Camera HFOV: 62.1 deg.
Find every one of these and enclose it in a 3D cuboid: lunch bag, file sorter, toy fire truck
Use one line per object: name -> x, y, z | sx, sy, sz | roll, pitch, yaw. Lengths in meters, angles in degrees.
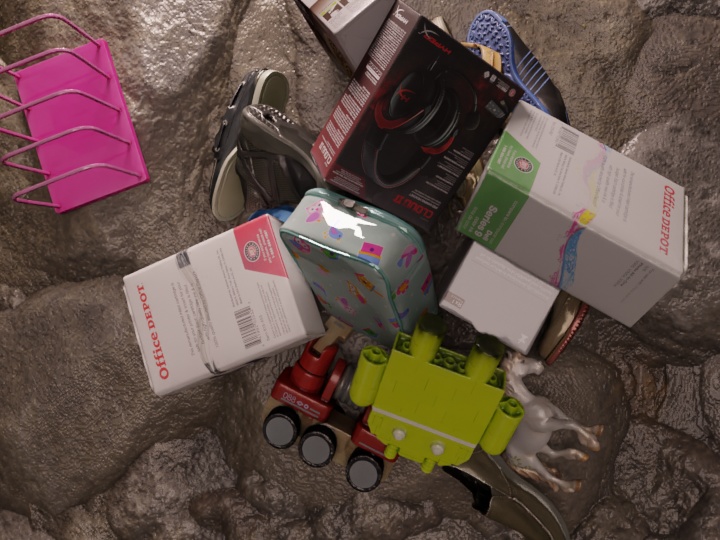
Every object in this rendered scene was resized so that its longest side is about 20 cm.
lunch bag -> 0.000, 0.000, 0.661 | 0.159, 0.201, 0.078 | 26, 66, 30
file sorter -> -0.387, -0.196, 0.766 | 0.136, 0.125, 0.204 | -18, 89, 4
toy fire truck -> -0.008, 0.135, 0.754 | 0.173, 0.129, 0.203 | 25, 102, 4

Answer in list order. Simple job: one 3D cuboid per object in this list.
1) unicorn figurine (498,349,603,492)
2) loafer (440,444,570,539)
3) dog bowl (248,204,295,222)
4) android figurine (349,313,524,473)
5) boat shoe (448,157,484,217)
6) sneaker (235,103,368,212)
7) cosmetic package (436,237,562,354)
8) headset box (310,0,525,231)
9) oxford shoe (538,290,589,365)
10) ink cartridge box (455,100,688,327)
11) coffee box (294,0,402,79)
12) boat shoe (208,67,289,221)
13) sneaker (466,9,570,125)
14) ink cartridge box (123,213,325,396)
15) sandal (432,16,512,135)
unicorn figurine -> 0.218, 0.185, 0.725 | 0.135, 0.074, 0.204 | 20, 114, 19
loafer -> 0.172, 0.287, 0.744 | 0.200, 0.076, 0.069 | 44, 54, 11
dog bowl -> -0.137, 0.002, 0.786 | 0.199, 0.050, 0.112 | -39, 88, 3
android figurine -> 0.076, 0.141, 0.637 | 0.179, 0.041, 0.203 | 20, 124, 3
boat shoe -> 0.113, -0.138, 0.728 | 0.061, 0.073, 0.204 | -16, 88, 10
sneaker -> -0.073, -0.100, 0.721 | 0.198, 0.076, 0.115 | 35, 130, 8
cosmetic package -> 0.150, 0.022, 0.689 | 0.105, 0.200, 0.091 | 29, 93, 3
headset box -> 0.051, -0.147, 0.631 | 0.147, 0.075, 0.202 | 22, 114, -30
oxford shoe -> 0.258, 0.018, 0.754 | 0.074, 0.070, 0.203 | 23, 85, 16
ink cartridge box -> 0.214, -0.061, 0.598 | 0.197, 0.146, 0.088 | 28, 137, 5
coffee box -> -0.005, -0.284, 0.692 | 0.079, 0.113, 0.201 | -36, 44, 5
boat shoe -> -0.159, -0.168, 0.781 | 0.065, 0.074, 0.203 | 26, 102, 32
sneaker -> 0.201, -0.235, 0.755 | 0.070, 0.077, 0.204 | -36, 66, 42
ink cartridge box -> -0.161, 0.044, 0.710 | 0.196, 0.084, 0.148 | -22, 81, 10
sandal -> 0.153, -0.221, 0.702 | 0.054, 0.080, 0.202 | -37, 74, 15
